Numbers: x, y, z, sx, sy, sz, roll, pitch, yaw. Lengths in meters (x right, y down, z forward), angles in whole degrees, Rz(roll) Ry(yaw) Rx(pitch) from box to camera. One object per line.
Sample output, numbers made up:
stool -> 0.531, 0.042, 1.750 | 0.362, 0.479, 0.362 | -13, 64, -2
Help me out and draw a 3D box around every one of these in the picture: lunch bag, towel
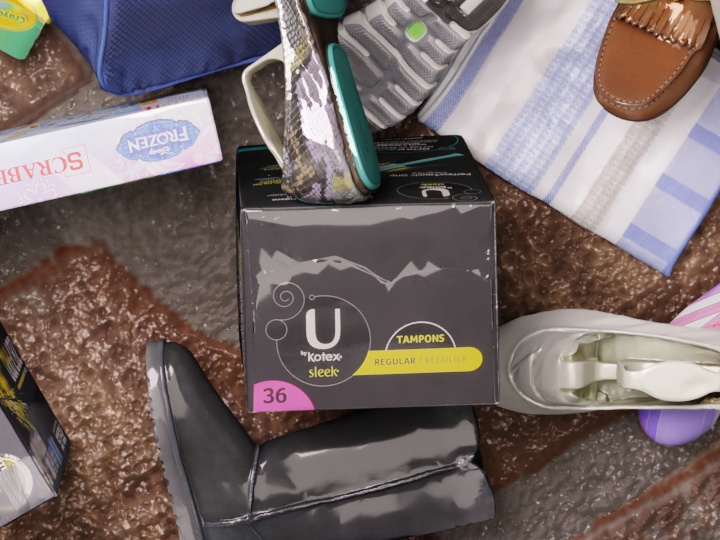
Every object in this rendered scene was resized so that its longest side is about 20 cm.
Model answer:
lunch bag -> -0.099, -0.209, 1.652 | 0.200, 0.136, 0.132 | -17, 55, -28
towel -> 0.152, -0.107, 1.761 | 0.200, 0.024, 0.147 | 32, 93, -6

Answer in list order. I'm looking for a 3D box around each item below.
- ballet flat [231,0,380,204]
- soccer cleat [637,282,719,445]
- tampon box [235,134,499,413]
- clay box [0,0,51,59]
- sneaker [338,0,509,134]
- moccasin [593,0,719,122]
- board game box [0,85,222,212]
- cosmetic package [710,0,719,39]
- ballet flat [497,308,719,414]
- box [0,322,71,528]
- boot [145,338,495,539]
ballet flat -> -0.038, -0.133, 1.559 | 0.072, 0.072, 0.200 | -8, 84, -3
soccer cleat -> 0.251, 0.031, 1.753 | 0.067, 0.076, 0.200 | 43, 91, -6
tampon box -> 0.000, 0.000, 1.665 | 0.150, 0.200, 0.126 | -2, 104, -3
clay box -> -0.209, -0.243, 1.713 | 0.115, 0.048, 0.200 | 29, 94, -6
sneaker -> 0.045, -0.162, 1.721 | 0.075, 0.115, 0.200 | 48, 130, -8
moccasin -> 0.206, -0.182, 1.705 | 0.074, 0.078, 0.201 | 32, 78, 20
board game box -> -0.184, -0.068, 1.654 | 0.199, 0.200, 0.041 | -13, 96, -2
cosmetic package -> 0.283, -0.142, 1.673 | 0.103, 0.087, 0.200 | -50, 137, -30
ballet flat -> 0.158, 0.061, 1.724 | 0.200, 0.069, 0.069 | 1, 95, 17
box -> -0.237, 0.063, 1.662 | 0.049, 0.200, 0.161 | -28, 96, 0
boot -> -0.025, 0.103, 1.744 | 0.200, 0.066, 0.165 | -12, 107, 2
